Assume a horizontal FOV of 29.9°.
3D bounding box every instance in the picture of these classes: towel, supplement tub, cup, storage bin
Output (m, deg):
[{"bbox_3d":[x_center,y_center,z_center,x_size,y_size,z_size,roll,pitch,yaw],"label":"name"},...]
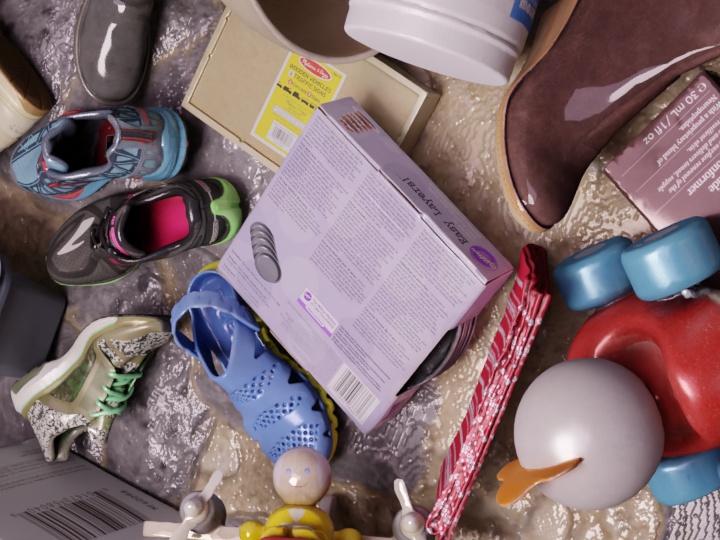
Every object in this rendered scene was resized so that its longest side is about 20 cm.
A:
[{"bbox_3d":[0.093,0.083,0.975,0.022,0.145,0.202,21,104,2],"label":"towel"},{"bbox_3d":[0.077,-0.247,0.956,0.131,0.132,0.202,18,92,25],"label":"supplement tub"},{"bbox_3d":[-0.053,-0.266,1.020,0.143,0.199,0.203,20,102,47],"label":"cup"},{"bbox_3d":[-0.367,0.020,1.206,0.198,0.134,0.147,17,85,24],"label":"storage bin"}]

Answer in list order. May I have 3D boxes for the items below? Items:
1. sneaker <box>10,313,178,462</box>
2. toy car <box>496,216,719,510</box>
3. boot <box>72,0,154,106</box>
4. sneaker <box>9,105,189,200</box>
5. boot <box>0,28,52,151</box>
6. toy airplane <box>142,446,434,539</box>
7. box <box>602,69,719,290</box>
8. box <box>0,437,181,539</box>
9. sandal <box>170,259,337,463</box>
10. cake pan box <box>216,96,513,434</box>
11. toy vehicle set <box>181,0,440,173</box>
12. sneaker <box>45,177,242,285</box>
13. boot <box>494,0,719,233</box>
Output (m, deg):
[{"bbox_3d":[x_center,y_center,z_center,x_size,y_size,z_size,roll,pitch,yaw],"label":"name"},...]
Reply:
[{"bbox_3d":[-0.220,0.104,1.169,0.199,0.076,0.089,-35,66,32],"label":"sneaker"},{"bbox_3d":[0.157,0.094,0.878,0.186,0.199,0.177,65,158,-3],"label":"toy car"},{"bbox_3d":[-0.181,-0.220,1.074,0.200,0.072,0.184,-157,71,-67],"label":"boot"},{"bbox_3d":[-0.245,-0.109,1.155,0.198,0.095,0.080,-9,83,36],"label":"sneaker"},{"bbox_3d":[-0.391,-0.173,1.247,0.155,0.073,0.201,-43,79,19],"label":"boot"},{"bbox_3d":[-0.039,0.200,1.021,0.198,0.198,0.143,11,103,55],"label":"toy airplane"},{"bbox_3d":[0.269,-0.029,0.917,0.100,0.075,0.200,-46,75,21],"label":"box"},{"bbox_3d":[-0.288,0.268,1.147,0.198,0.198,0.173,21,102,26],"label":"box"},{"bbox_3d":[-0.095,0.084,1.102,0.079,0.087,0.201,-42,76,21],"label":"sandal"},{"bbox_3d":[0.000,0.000,1.041,0.200,0.052,0.185,46,128,16],"label":"cake pan box"},{"bbox_3d":[-0.044,-0.138,1.096,0.199,0.026,0.125,36,108,21],"label":"toy vehicle set"},{"bbox_3d":[-0.197,-0.037,1.148,0.198,0.084,0.078,-19,84,26],"label":"sneaker"},{"bbox_3d":[0.177,-0.130,0.907,0.165,0.072,0.202,-15,53,46],"label":"boot"}]
